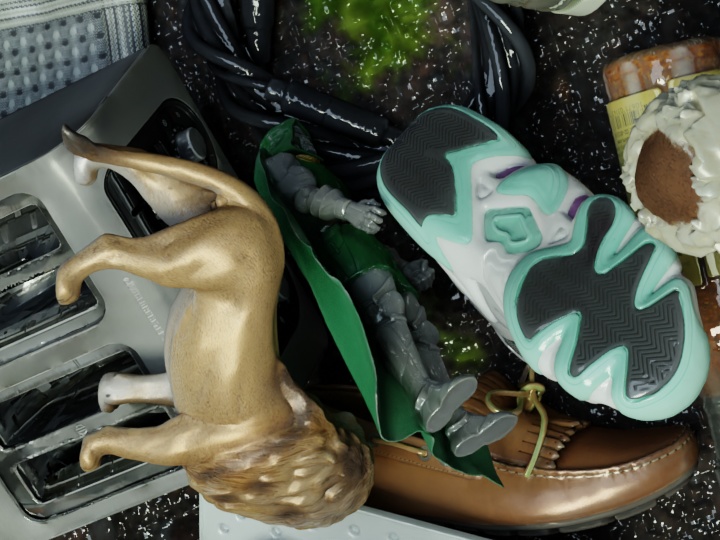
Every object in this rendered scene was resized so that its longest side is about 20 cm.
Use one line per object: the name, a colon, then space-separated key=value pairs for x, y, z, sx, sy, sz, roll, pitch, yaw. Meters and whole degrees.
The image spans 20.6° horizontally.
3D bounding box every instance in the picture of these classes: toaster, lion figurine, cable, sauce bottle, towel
toaster: x=-0.143 y=0.015 z=0.952 sx=0.199 sy=0.119 sz=0.182 roll=-22 pitch=110 yaw=21
lion figurine: x=-0.059 y=0.027 z=0.834 sx=0.121 sy=0.073 sz=0.201 roll=1 pitch=125 yaw=8
cable: x=-0.003 y=-0.118 z=0.950 sx=0.163 sy=0.051 sz=0.201 roll=-34 pitch=82 yaw=21
sauce bottle: x=0.157 y=-0.001 z=0.885 sx=0.065 sy=0.066 sz=0.202 roll=-11 pitch=90 yaw=22
towel: x=-0.198 y=-0.088 z=1.039 sx=0.198 sy=0.034 sz=0.195 roll=-4 pitch=92 yaw=23

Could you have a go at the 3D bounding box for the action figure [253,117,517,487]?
action figure: x=0.000 y=0.000 z=0.893 sx=0.055 sy=0.118 sz=0.201 roll=-38 pitch=53 yaw=5

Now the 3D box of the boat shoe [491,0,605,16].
boat shoe: x=0.054 y=-0.206 z=0.891 sx=0.072 sy=0.060 sz=0.203 roll=-44 pitch=59 yaw=48

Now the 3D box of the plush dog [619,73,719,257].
plush dog: x=0.217 y=-0.020 z=0.775 sx=0.199 sy=0.172 sz=0.161 roll=36 pitch=78 yaw=18

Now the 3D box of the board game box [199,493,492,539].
board game box: x=0.017 y=0.197 z=0.943 sx=0.198 sy=0.026 sz=0.202 roll=12 pitch=119 yaw=21

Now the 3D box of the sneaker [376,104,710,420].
sneaker: x=0.101 y=0.016 z=0.872 sx=0.078 sy=0.140 sz=0.200 roll=-42 pitch=48 yaw=2

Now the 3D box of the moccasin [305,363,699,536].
moccasin: x=0.060 y=0.078 z=0.931 sx=0.200 sy=0.073 sz=0.079 roll=1 pitch=102 yaw=31
